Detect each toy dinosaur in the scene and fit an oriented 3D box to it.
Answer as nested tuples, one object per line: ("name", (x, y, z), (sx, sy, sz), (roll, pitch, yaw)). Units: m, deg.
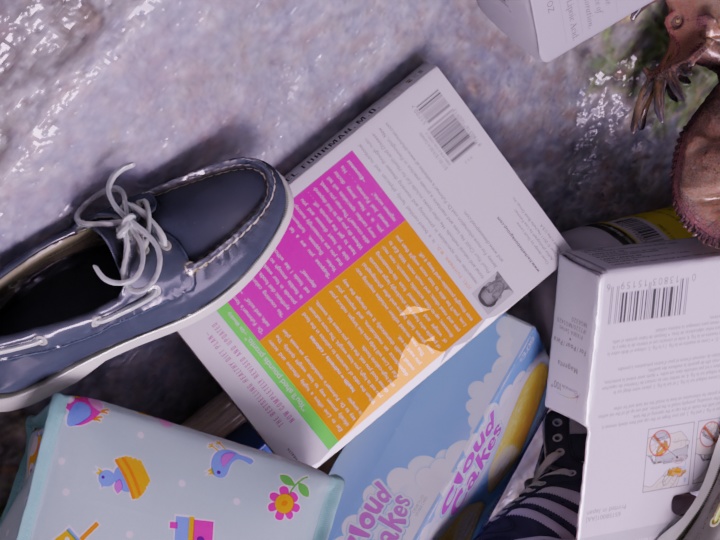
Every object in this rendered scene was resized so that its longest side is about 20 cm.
("toy dinosaur", (0.207, -0.069, 1.363), (0.135, 0.200, 0.086), (12, 145, 2))

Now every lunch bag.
("lunch bag", (-0.116, 0.183, 1.251), (0.170, 0.122, 0.200), (19, 69, -14))

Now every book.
("book", (0.000, 0.000, 1.325), (0.200, 0.048, 0.134), (-38, 105, -5))

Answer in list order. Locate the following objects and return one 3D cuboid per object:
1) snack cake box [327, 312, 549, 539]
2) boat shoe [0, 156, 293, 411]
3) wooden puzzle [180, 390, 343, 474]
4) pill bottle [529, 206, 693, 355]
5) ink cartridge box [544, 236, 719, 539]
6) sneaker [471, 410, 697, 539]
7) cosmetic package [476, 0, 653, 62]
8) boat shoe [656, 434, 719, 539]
("snack cake box", (0.035, 0.121, 1.398), (0.200, 0.067, 0.115), (-60, 160, -11))
("boat shoe", (-0.127, -0.003, 1.245), (0.200, 0.075, 0.062), (-28, 147, -4))
("wooden puzzle", (-0.079, 0.165, 1.430), (0.185, 0.046, 0.200), (-39, 137, -5))
("pill bottle", (0.212, 0.013, 1.482), (0.200, 0.112, 0.113), (-12, 129, -29))
("ink cartridge box", (0.195, 0.069, 1.391), (0.200, 0.044, 0.174), (-6, 110, -33))
("sneaker", (0.101, 0.144, 1.412), (0.200, 0.109, 0.070), (-11, 135, -31))
("cosmetic package", (0.152, -0.207, 1.293), (0.200, 0.074, 0.102), (-31, 136, -12))
("boat shoe", (0.225, 0.135, 1.369), (0.072, 0.060, 0.202), (39, 82, -35))
